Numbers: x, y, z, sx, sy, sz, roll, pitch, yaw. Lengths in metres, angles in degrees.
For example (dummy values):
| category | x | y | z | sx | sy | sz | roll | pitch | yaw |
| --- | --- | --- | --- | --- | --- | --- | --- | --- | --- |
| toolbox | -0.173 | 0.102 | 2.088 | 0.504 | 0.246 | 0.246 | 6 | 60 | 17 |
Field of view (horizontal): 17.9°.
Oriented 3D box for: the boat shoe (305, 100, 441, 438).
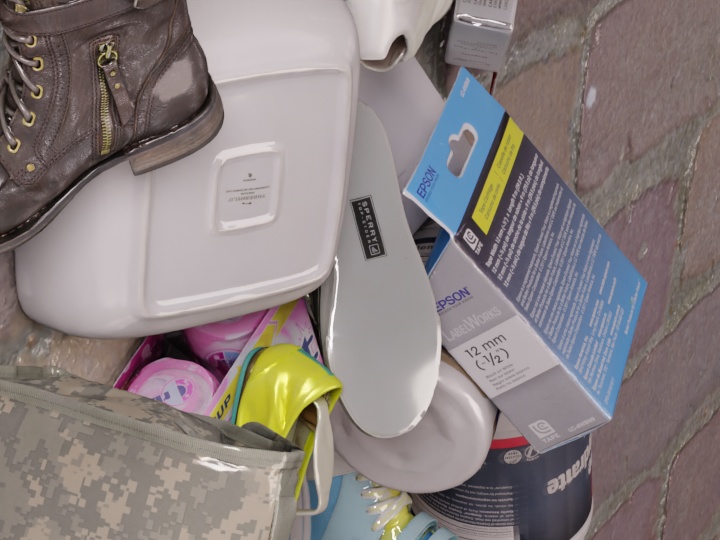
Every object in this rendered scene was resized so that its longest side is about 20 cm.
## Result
| category | x | y | z | sx | sy | sz | roll | pitch | yaw |
| --- | --- | --- | --- | --- | --- | --- | --- | --- | --- |
| boat shoe | 0.000 | 0.000 | 1.349 | 0.064 | 0.070 | 0.202 | 154 | -72 | -73 |

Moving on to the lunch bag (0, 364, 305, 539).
| category | x | y | z | sx | sy | sz | roll | pitch | yaw |
| --- | --- | --- | --- | --- | --- | --- | --- | --- | --- |
| lunch bag | -0.124 | 0.148 | 1.176 | 0.117 | 0.199 | 0.165 | 8 | 96 | -64 |

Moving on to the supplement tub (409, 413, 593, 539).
| category | x | y | z | sx | sy | sz | roll | pitch | yaw |
| --- | --- | --- | --- | --- | --- | --- | --- | --- | --- |
| supplement tub | 0.103 | 0.138 | 1.696 | 0.140 | 0.139 | 0.201 | -48 | 144 | -43 |

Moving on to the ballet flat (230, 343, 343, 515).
| category | x | y | z | sx | sy | sz | roll | pitch | yaw |
| --- | --- | --- | --- | --- | --- | --- | --- | --- | --- |
| ballet flat | -0.054 | 0.142 | 1.312 | 0.067 | 0.067 | 0.202 | -5 | 111 | -65 |

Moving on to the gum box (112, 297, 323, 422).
| category | x | y | z | sx | sy | sz | roll | pitch | yaw |
| --- | --- | --- | --- | --- | --- | --- | --- | --- | --- |
| gum box | -0.101 | 0.101 | 1.348 | 0.201 | 0.066 | 0.114 | -58 | 151 | -31 |

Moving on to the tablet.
| category | x | y | z | sx | sy | sz | roll | pitch | yaw |
| --- | --- | --- | --- | --- | --- | --- | --- | --- | --- |
| tablet | -0.007 | -0.069 | 1.429 | 0.131 | 0.014 | 0.200 | 55 | 45 | -14 |

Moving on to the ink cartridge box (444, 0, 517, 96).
| category | x | y | z | sx | sy | sz | roll | pitch | yaw |
| --- | --- | --- | --- | --- | --- | --- | --- | --- | --- |
| ink cartridge box | 0.092 | -0.232 | 1.548 | 0.174 | 0.043 | 0.202 | 103 | -3 | -77 |

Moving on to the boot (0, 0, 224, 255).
| category | x | y | z | sx | sy | sz | roll | pitch | yaw |
| --- | --- | --- | --- | --- | --- | --- | --- | --- | --- |
| boot | -0.152 | -0.103 | 1.038 | 0.199 | 0.069 | 0.175 | -27 | 145 | -13 |

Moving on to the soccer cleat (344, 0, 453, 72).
| category | x | y | z | sx | sy | sz | roll | pitch | yaw |
| --- | --- | --- | --- | --- | --- | --- | --- | --- | --- |
| soccer cleat | 0.016 | -0.160 | 1.400 | 0.200 | 0.069 | 0.078 | -13 | 108 | -80 |

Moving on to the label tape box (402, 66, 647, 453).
| category | x | y | z | sx | sy | sz | roll | pitch | yaw |
| --- | --- | --- | --- | --- | --- | --- | --- | --- | --- |
| label tape box | 0.089 | -0.007 | 1.435 | 0.200 | 0.066 | 0.144 | 47 | 36 | -18 |

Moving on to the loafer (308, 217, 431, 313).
| category | x | y | z | sx | sy | sz | roll | pitch | yaw |
| --- | --- | --- | --- | --- | --- | --- | --- | --- | --- |
| loafer | -0.002 | -0.038 | 1.490 | 0.200 | 0.071 | 0.063 | -45 | 118 | -54 |

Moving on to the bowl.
| category | x | y | z | sx | sy | sz | roll | pitch | yaw |
| --- | --- | --- | --- | --- | --- | --- | --- | --- | --- |
| bowl | -0.081 | -0.055 | 1.214 | 0.199 | 0.075 | 0.201 | -11 | 119 | -36 |

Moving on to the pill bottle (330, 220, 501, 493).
| category | x | y | z | sx | sy | sz | roll | pitch | yaw |
| --- | --- | --- | --- | --- | --- | --- | --- | --- | --- |
| pill bottle | 0.051 | 0.043 | 1.506 | 0.201 | 0.110 | 0.112 | -68 | 158 | -50 |

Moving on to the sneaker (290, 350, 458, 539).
| category | x | y | z | sx | sy | sz | roll | pitch | yaw |
| --- | --- | --- | --- | --- | --- | --- | --- | --- | --- |
| sneaker | 0.017 | 0.154 | 1.545 | 0.079 | 0.130 | 0.202 | -32 | 130 | -54 |
